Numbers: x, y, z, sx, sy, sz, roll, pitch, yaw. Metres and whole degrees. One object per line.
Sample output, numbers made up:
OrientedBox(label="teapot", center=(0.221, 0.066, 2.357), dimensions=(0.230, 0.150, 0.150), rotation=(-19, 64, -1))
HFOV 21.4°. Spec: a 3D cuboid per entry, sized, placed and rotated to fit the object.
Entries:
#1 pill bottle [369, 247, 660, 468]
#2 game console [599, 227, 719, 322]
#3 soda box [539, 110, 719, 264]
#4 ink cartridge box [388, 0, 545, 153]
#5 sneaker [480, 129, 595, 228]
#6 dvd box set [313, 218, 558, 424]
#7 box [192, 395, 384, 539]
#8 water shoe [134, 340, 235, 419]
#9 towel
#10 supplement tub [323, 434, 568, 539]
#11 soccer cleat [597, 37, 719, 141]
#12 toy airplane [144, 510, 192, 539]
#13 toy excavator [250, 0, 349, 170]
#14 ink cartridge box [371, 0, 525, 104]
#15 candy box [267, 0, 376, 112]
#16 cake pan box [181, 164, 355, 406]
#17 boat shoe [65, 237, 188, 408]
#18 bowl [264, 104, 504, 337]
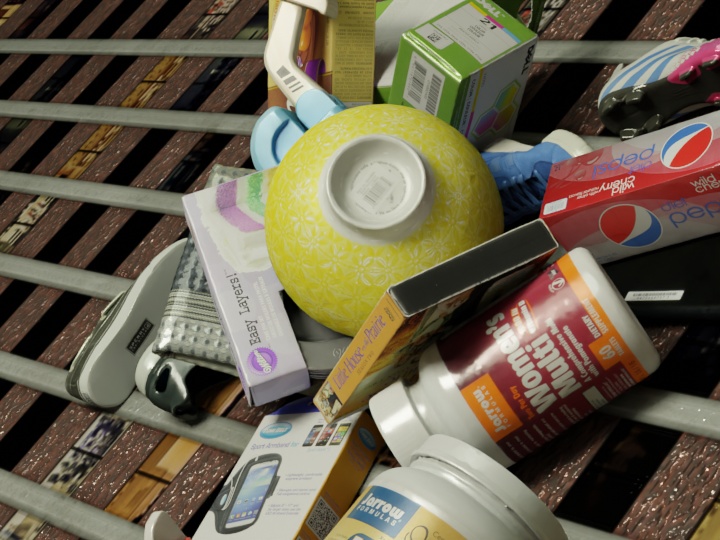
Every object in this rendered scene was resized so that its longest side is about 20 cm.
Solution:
OrientedBox(label="pill bottle", center=(0.113, 0.079, 1.414), dimensions=(0.200, 0.110, 0.110), rotation=(-34, 29, 7))
OrientedBox(label="game console", center=(0.263, -0.028, 1.488), dimensions=(0.200, 0.031, 0.177), rotation=(-3, 49, 47))
OrientedBox(label="soda box", center=(0.241, -0.065, 1.460), dimensions=(0.200, 0.070, 0.063), rotation=(-17, 40, 37))
OrientedBox(label="ink cartridge box", center=(0.121, -0.179, 1.721), dimensions=(0.200, 0.148, 0.076), rotation=(-32, 61, -32))
OrientedBox(label="sneaker", center=(0.128, -0.060, 1.612), dimensions=(0.111, 0.077, 0.200), rotation=(-41, 20, -15))
OrientedBox(label="dvd box set", center=(0.054, 0.042, 1.451), dimensions=(0.146, 0.029, 0.200), rotation=(-24, -17, -28))
OrientedBox(label="box", center=(-0.061, 0.183, 1.536), dimensions=(0.119, 0.041, 0.200), rotation=(-7, 39, 43))
OrientedBox(label="water shoe", center=(-0.116, 0.060, 1.762), dimensions=(0.200, 0.072, 0.079), rotation=(-45, 57, -14))
OrientedBox(label="towel", center=(-0.059, 0.010, 1.643), dimensions=(0.200, 0.035, 0.193), rotation=(11, 64, 8))
OrientedBox(label="supplement tub", center=(0.031, 0.223, 1.266), dimensions=(0.200, 0.145, 0.145), rotation=(-49, 31, -18))
OrientedBox(label="soccer cleat", center=(0.290, -0.174, 1.612), dimensions=(0.200, 0.070, 0.086), rotation=(-15, 37, 36))
OrientedBox(label="toy airplane", center=(-0.169, 0.265, 1.397), dimensions=(0.200, 0.141, 0.199), rotation=(-48, 39, 4))
OrientedBox(label="toy excavator", center=(-0.053, -0.149, 1.783), dimensions=(0.194, 0.200, 0.100), rotation=(-47, -11, 11))
OrientedBox(label="ink cartridge box", center=(0.053, -0.209, 1.925), dimensions=(0.200, 0.076, 0.148), rotation=(1, 48, 54))
OrientedBox(label="candy box", center=(-0.040, -0.179, 1.878), dimensions=(0.056, 0.200, 0.117), rotation=(-3, 9, -35))
OrientedBox(label="cake pan box", center=(-0.036, 0.001, 1.601), dimensions=(0.184, 0.052, 0.200), rotation=(-18, 65, -4))
OrientedBox(label="boat shoe", center=(-0.221, 0.045, 1.874), dimensions=(0.064, 0.071, 0.200), rotation=(9, 55, 51))
OrientedBox(label="bowl", center=(0.015, -0.053, 1.524), dimensions=(0.200, 0.108, 0.201), rotation=(-1, 73, 4))
